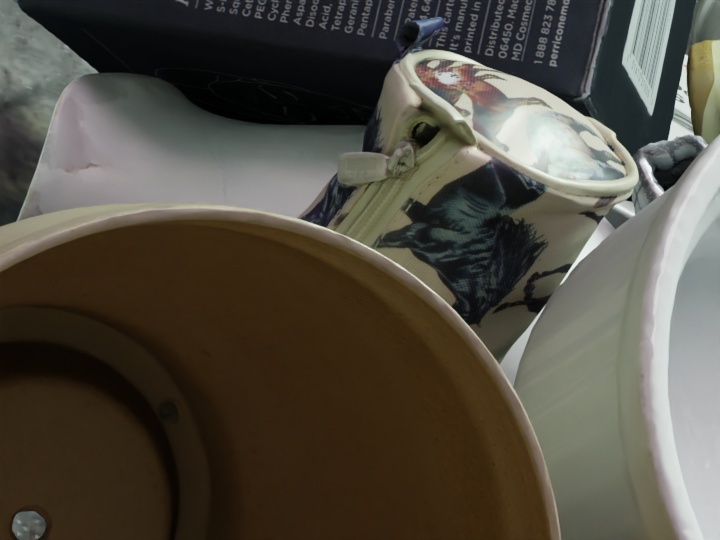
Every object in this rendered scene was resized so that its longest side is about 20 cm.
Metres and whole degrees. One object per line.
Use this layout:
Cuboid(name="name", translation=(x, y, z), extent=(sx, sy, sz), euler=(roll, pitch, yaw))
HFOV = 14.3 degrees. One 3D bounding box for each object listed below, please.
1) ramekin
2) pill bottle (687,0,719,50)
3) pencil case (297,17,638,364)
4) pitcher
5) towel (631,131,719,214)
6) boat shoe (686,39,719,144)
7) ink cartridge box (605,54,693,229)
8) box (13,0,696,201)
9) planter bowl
Cuboid(name="ramekin", translation=(0.136, 0.055, 0.789), extent=(0.200, 0.098, 0.201), euler=(10, 68, -25))
Cuboid(name="pill bottle", translation=(0.240, -0.088, 1.403), extent=(0.109, 0.109, 0.200), euler=(2, 37, -45))
Cuboid(name="pencil case", translation=(-0.009, 0.026, 0.841), extent=(0.089, 0.200, 0.078), euler=(17, 27, -44))
Cuboid(name="pitcher", translation=(0.000, 0.000, 0.998), extent=(0.200, 0.122, 0.172), euler=(22, 14, 12))
Cuboid(name="towel", translation=(0.173, 0.050, 0.970), extent=(0.200, 0.085, 0.166), euler=(57, -8, 23))
Cuboid(name="boat shoe", translation=(0.179, -0.004, 1.115), extent=(0.063, 0.201, 0.073), euler=(-14, 26, 14))
Cuboid(name="ink cartridge box", translation=(0.069, -0.045, 1.173), extent=(0.146, 0.084, 0.200), euler=(28, 26, -6))
Cuboid(name="box", translation=(0.006, -0.104, 0.993), extent=(0.199, 0.107, 0.148), euler=(10, -9, 15))
Cuboid(name="planter bowl", translation=(-0.069, 0.075, 0.718), extent=(0.200, 0.201, 0.135), euler=(16, 1, -27))
